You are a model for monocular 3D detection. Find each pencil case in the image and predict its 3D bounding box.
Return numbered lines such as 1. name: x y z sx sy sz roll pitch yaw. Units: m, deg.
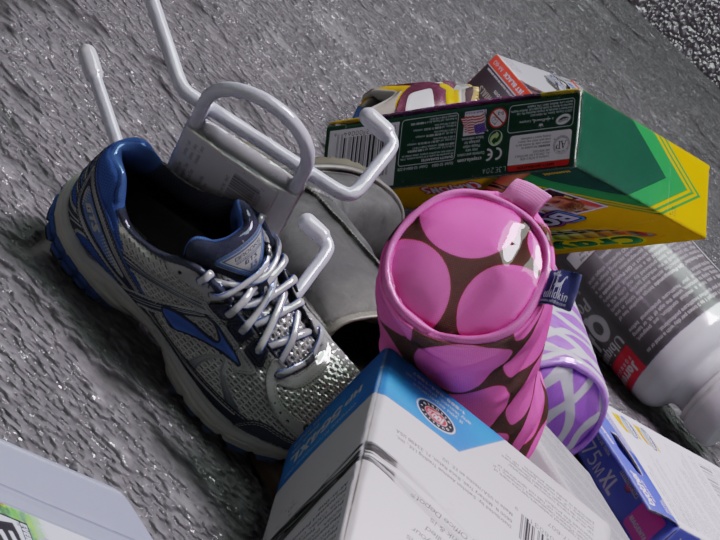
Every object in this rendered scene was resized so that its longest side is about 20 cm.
1. pencil case: 0.058 0.036 1.204 0.090 0.094 0.200 26 -23 12
2. pencil case: 0.096 0.042 1.541 0.084 0.086 0.200 27 22 -21

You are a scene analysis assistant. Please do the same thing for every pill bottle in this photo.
1. pill bottle: 0.221 0.030 1.822 0.200 0.111 0.111 49 17 16

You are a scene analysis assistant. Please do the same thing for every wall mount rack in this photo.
1. wall mount rack: -0.077 -0.071 1.229 0.173 0.200 0.075 35 58 1

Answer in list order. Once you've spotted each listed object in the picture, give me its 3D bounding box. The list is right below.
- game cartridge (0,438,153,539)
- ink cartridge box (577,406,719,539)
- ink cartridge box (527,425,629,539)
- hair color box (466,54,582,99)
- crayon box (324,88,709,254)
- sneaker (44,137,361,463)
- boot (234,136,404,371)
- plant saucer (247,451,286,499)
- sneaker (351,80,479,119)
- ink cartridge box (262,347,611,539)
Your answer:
1. game cartridge: -0.107 0.139 0.905 0.133 0.040 0.200 34 19 -44
2. ink cartridge box: 0.209 0.157 1.611 0.200 0.042 0.120 32 20 -44
3. ink cartridge box: 0.123 0.159 1.330 0.161 0.050 0.200 48 10 -49
4. hair color box: 0.169 -0.120 2.149 0.111 0.064 0.200 51 19 18
5. crayon box: 0.104 -0.058 1.627 0.172 0.199 0.059 25 66 -50
6. sneaker: -0.066 0.014 1.183 0.200 0.085 0.077 40 50 3
7. boot: 0.000 0.002 1.377 0.181 0.073 0.200 9 20 -41
8. plant saucer: 0.019 0.122 1.263 0.200 0.029 0.200 39 17 -14
9. sneaker: 0.036 -0.106 1.777 0.089 0.075 0.200 3 -3 -3
10. ink cartridge box: 0.030 0.148 1.079 0.146 0.084 0.200 40 26 -12
